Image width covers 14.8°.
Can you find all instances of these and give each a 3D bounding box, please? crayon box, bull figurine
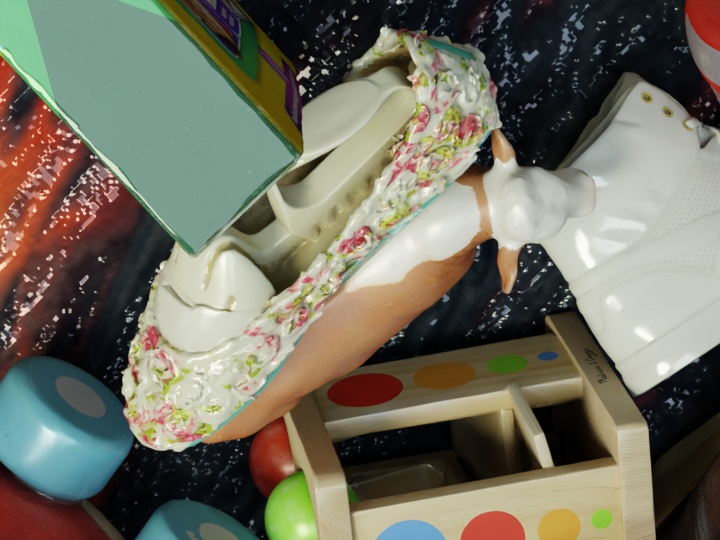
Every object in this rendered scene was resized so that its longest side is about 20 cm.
[{"bbox_3d":[-0.099,-0.104,1.017,0.058,0.200,0.173,-43,101,7],"label":"crayon box"},{"bbox_3d":[0.000,0.000,1.130,0.200,0.121,0.065,-31,97,4],"label":"bull figurine"}]

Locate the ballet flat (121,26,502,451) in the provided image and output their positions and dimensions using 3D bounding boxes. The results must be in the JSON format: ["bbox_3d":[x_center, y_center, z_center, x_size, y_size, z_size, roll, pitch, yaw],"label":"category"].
[{"bbox_3d":[-0.031,-0.019,1.061,0.200,0.076,0.064,-48,143,2],"label":"ballet flat"}]

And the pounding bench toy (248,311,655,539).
[{"bbox_3d":[0.042,0.121,1.147,0.155,0.200,0.125,-9,113,-8],"label":"pounding bench toy"}]

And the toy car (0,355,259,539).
[{"bbox_3d":[-0.167,0.154,1.097,0.177,0.200,0.185,44,110,19],"label":"toy car"}]

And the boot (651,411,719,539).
[{"bbox_3d":[0.188,0.103,1.156,0.072,0.167,0.200,23,129,-22],"label":"boot"}]

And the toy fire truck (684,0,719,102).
[{"bbox_3d":[0.204,-0.157,1.094,0.200,0.049,0.141,-38,140,1],"label":"toy fire truck"}]

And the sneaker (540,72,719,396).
[{"bbox_3d":[0.161,-0.048,1.171,0.200,0.074,0.116,-34,86,-22],"label":"sneaker"}]
